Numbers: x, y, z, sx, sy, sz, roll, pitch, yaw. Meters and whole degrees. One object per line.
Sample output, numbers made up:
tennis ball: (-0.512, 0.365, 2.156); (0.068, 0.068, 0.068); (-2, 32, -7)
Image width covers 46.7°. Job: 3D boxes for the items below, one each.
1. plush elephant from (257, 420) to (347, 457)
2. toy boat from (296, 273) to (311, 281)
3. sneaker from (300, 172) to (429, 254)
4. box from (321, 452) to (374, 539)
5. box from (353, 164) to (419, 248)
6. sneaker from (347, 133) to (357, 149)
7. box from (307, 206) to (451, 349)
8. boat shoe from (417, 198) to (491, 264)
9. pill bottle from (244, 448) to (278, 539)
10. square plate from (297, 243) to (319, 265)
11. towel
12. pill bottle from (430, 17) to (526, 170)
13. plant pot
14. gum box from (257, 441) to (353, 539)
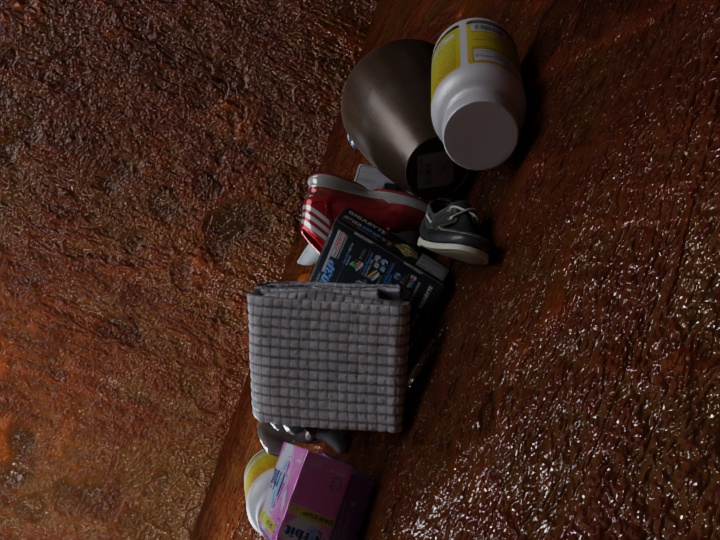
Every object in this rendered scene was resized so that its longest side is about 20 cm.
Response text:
plush elephant: (-0.071, 0.209, 1.251); (0.163, 0.158, 0.198); (-33, 32, -28)
toy boat: (-0.053, 0.042, 1.471); (0.201, 0.128, 0.132); (-90, 23, -62)
sneaker: (0.011, -0.050, 1.130); (0.079, 0.195, 0.118); (93, -169, -74)
box: (-0.041, 0.330, 1.120); (0.200, 0.038, 0.140); (158, 131, -77)
box: (0.031, -0.056, 1.201); (0.061, 0.114, 0.203); (90, -167, -52)
sneaker: (0.048, -0.206, 1.388); (0.200, 0.076, 0.149); (-19, 57, 42)
box: (0.005, 0.046, 1.067); (0.202, 0.157, 0.046); (-64, -9, 31)
boat shoe: (0.107, -0.048, 0.957); (0.200, 0.070, 0.069); (-124, 51, -80)
pill bottle: (-0.128, 0.359, 1.329); (0.200, 0.111, 0.115); (-162, 92, -79)
square plate: (0.001, -0.071, 1.393); (0.195, 0.029, 0.200); (-25, -7, -22)
towel: (-0.035, 0.099, 1.013); (0.086, 0.195, 0.170); (-52, -37, -77)
pill bottle: (0.137, -0.207, 0.980); (0.202, 0.110, 0.114); (-83, 16, -52)
plant pot: (0.080, -0.187, 1.137); (0.202, 0.183, 0.189); (-109, 38, -52)
gum box: (-0.078, 0.293, 1.084); (0.200, 0.065, 0.116); (149, 142, -74)
